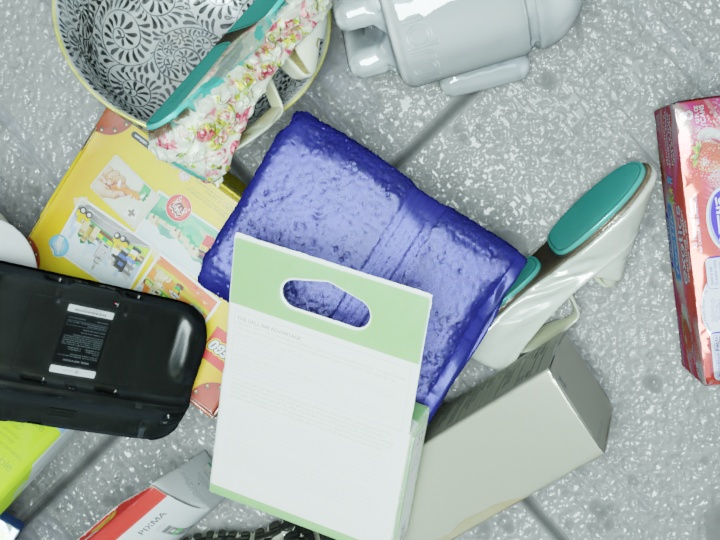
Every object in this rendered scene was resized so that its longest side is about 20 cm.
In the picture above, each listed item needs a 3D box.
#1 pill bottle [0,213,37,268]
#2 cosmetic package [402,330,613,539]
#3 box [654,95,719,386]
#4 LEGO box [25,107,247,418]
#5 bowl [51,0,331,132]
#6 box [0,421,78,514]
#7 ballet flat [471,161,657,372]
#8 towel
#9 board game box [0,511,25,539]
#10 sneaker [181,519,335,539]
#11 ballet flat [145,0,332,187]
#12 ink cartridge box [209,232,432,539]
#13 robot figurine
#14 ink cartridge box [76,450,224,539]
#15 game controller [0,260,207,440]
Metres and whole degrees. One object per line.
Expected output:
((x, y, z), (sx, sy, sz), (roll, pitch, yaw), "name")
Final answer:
((-0.319, -0.006, 0.835), (0.198, 0.111, 0.115), (10, 98, 48), "pill bottle")
((0.082, 0.136, 0.838), (0.199, 0.103, 0.074), (-34, 91, 22), "cosmetic package")
((0.278, -0.027, 0.828), (0.098, 0.095, 0.204), (-7, 94, 6), "box")
((-0.144, -0.011, 0.882), (0.199, 0.077, 0.150), (36, 98, 2), "LEGO box")
((-0.125, -0.168, 0.844), (0.197, 0.094, 0.204), (4, 67, -10), "bowl")
((-0.275, 0.096, 0.867), (0.121, 0.200, 0.048), (37, 128, 1), "box")
((0.157, 0.003, 0.866), (0.200, 0.069, 0.070), (-43, 89, 12), "ballet flat")
((0.000, 0.000, 0.805), (0.198, 0.050, 0.149), (33, 93, 0), "towel")
((-0.383, 0.222, 0.824), (0.197, 0.043, 0.202), (33, 80, -6), "board game box")
((-0.056, 0.249, 0.904), (0.196, 0.079, 0.091), (-10, 111, 6), "sneaker")
((-0.068, -0.138, 0.767), (0.064, 0.075, 0.201), (46, 69, -25), "ballet flat")
((-0.024, 0.080, 0.768), (0.143, 0.048, 0.203), (17, 114, 17), "ink cartridge box")
((0.078, -0.203, 0.825), (0.196, 0.114, 0.171), (-16, 134, 6), "robot figurine")
((-0.188, 0.216, 0.843), (0.160, 0.200, 0.050), (-41, 87, 8), "ink cartridge box")
((-0.199, 0.058, 0.786), (0.198, 0.042, 0.106), (15, 90, -36), "game controller")
